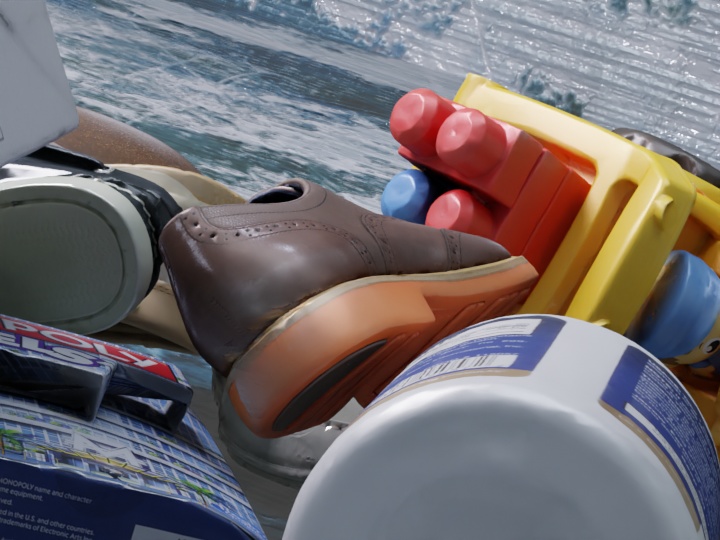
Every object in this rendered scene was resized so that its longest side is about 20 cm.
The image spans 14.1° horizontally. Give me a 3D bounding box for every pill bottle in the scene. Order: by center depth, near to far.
[{"bbox_3d":[0.047,0.072,0.827,0.111,0.111,0.200,18,9,7],"label":"pill bottle"}]

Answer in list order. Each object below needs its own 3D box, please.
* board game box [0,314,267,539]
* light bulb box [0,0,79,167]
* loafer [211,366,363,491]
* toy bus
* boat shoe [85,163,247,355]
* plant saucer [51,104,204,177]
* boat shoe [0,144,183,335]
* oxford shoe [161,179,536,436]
[{"bbox_3d":[-0.129,0.040,0.869,0.200,0.062,0.200,14,10,-14],"label":"board game box"},{"bbox_3d":[-0.214,-0.061,0.814,0.200,0.125,0.198,-13,8,16],"label":"light bulb box"},{"bbox_3d":[-0.017,0.036,1.071,0.070,0.070,0.200,14,9,-16],"label":"loafer"},{"bbox_3d":[0.095,0.002,1.114,0.200,0.136,0.192,27,-7,42],"label":"toy bus"},{"bbox_3d":[-0.132,0.004,1.044,0.200,0.069,0.074,-4,-21,34],"label":"boat shoe"},{"bbox_3d":[-0.139,-0.030,1.106,0.200,0.032,0.200,7,-17,2],"label":"plant saucer"},{"bbox_3d":[-0.150,-0.014,0.986,0.199,0.075,0.066,-5,15,25],"label":"boat shoe"},{"bbox_3d":[0.000,0.000,0.938,0.073,0.071,0.200,51,16,11],"label":"oxford shoe"}]
